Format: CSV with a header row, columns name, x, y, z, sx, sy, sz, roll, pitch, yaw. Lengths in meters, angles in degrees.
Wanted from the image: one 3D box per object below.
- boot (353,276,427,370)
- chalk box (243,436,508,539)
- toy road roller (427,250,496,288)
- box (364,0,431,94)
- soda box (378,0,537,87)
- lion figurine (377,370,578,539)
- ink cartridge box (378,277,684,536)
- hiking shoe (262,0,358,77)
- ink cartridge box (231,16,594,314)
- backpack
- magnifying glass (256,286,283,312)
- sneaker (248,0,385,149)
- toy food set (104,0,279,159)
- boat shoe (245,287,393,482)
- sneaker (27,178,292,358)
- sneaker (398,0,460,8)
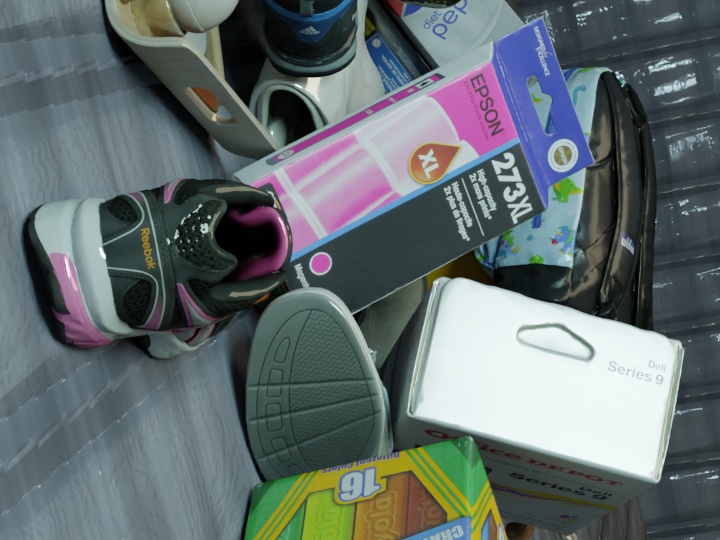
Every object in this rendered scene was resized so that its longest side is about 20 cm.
name,x,y,z,sx,sy,sz,roll,pitch,yaw
boot,0.000,0.000,0.985,0.131,0.067,0.202,-63,162,-56
chalk box,0.011,0.198,0.753,0.201,0.123,0.125,-84,158,-58
toy road roller,0.074,0.037,1.213,0.146,0.122,0.202,49,29,-43
box,0.032,-0.131,1.172,0.137,0.040,0.200,54,2,-1
soda box,0.042,-0.198,1.089,0.201,0.063,0.068,54,2,17
lion figurine,0.078,0.095,1.091,0.072,0.198,0.124,-8,116,-58
ink cartridge box,0.087,0.085,0.935,0.200,0.144,0.088,115,-11,-69
hiking shoe,-0.029,-0.214,0.911,0.087,0.073,0.202,98,-16,-67
ink cartridge box,0.036,-0.053,0.876,0.095,0.199,0.037,66,-12,-22
backpack,0.152,-0.050,1.154,0.163,0.153,0.202,27,76,-50
magnifying glass,-0.054,0.004,0.905,0.200,0.022,0.081,-18,95,-79
sneaker,-0.033,-0.097,1.017,0.201,0.073,0.117,78,26,-62
toy food set,-0.085,-0.174,0.847,0.144,0.060,0.202,47,33,-66
boat shoe,-0.016,0.095,0.868,0.065,0.074,0.204,-92,168,-63
sneaker,-0.066,-0.003,0.702,0.200,0.085,0.081,-30,108,-78
sneaker,0.000,-0.205,1.022,0.199,0.078,0.086,31,-34,42
